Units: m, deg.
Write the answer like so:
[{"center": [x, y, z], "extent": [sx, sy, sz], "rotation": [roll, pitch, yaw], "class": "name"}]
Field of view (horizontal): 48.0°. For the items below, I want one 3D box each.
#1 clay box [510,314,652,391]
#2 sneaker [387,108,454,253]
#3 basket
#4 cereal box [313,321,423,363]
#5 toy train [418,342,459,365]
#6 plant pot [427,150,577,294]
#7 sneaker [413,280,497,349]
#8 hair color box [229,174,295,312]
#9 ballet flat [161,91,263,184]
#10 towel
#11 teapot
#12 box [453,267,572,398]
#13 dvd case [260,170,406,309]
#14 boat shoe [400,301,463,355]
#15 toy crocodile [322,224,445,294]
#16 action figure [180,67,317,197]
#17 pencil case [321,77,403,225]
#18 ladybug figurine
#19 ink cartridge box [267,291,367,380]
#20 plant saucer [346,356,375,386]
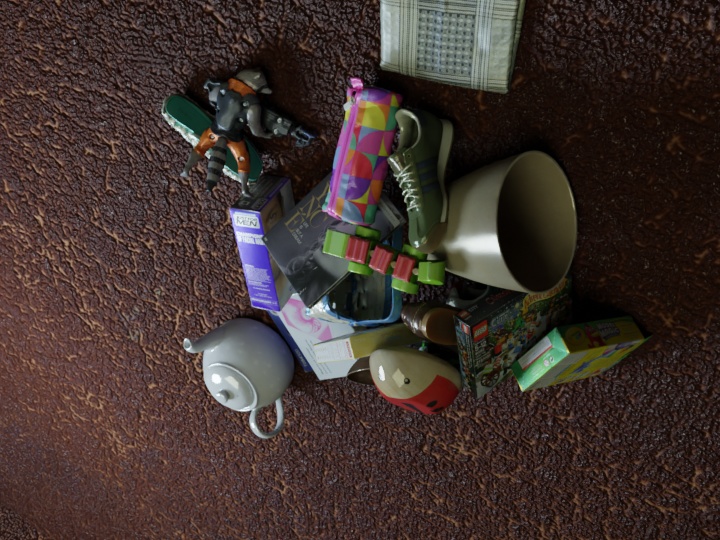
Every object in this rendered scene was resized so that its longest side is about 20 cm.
[{"center": [0.331, 0.120, 1.203], "extent": [0.115, 0.198, 0.048], "rotation": [-51, 55, 43], "class": "clay box"}, {"center": [0.071, -0.129, 1.105], "extent": [0.089, 0.203, 0.067], "rotation": [19, 159, -30], "class": "sneaker"}, {"center": [0.000, 0.000, 1.270], "extent": [0.137, 0.179, 0.199], "rotation": [12, 164, -30], "class": "basket"}, {"center": [0.017, 0.115, 1.323], "extent": [0.200, 0.142, 0.040], "rotation": [156, 100, -68], "class": "cereal box"}, {"center": [0.179, 0.136, 1.295], "extent": [0.197, 0.042, 0.056], "rotation": [8, 166, -26], "class": "toy train"}, {"center": [0.169, -0.062, 1.141], "extent": [0.198, 0.187, 0.189], "rotation": [-1, 126, 47], "class": "plant pot"}, {"center": [0.155, 0.064, 1.312], "extent": [0.198, 0.070, 0.094], "rotation": [-19, 107, 36], "class": "sneaker"}, {"center": [-0.151, -0.045, 1.362], "extent": [0.064, 0.110, 0.202], "rotation": [8, 129, 23], "class": "hair color box"}, {"center": [-0.238, -0.213, 1.322], "extent": [0.200, 0.072, 0.072], "rotation": [42, 134, -3], "class": "ballet flat"}, {"center": [0.115, -0.333, 1.041], "extent": [0.190, 0.035, 0.202], "rotation": [17, 130, 18], "class": "towel"}, {"center": [-0.231, 0.205, 1.577], "extent": [0.197, 0.147, 0.199], "rotation": [19, 132, 13], "class": "teapot"}, {"center": [0.230, 0.082, 1.196], "extent": [0.038, 0.198, 0.138], "rotation": [35, 146, 47], "class": "box"}, {"center": [-0.045, -0.061, 1.231], "extent": [0.200, 0.016, 0.149], "rotation": [-42, 63, 9], "class": "dvd case"}, {"center": [0.145, 0.088, 1.211], "extent": [0.199, 0.071, 0.070], "rotation": [27, 174, -38], "class": "boat shoe"}, {"center": [0.032, -0.018, 1.144], "extent": [0.198, 0.062, 0.068], "rotation": [21, 97, 25], "class": "toy crocodile"}, {"center": [-0.173, -0.211, 1.237], "extent": [0.197, 0.105, 0.196], "rotation": [20, 104, 8], "class": "action figure"}, {"center": [0.000, -0.167, 1.153], "extent": [0.087, 0.088, 0.203], "rotation": [15, 103, 18], "class": "pencil case"}, {"center": [0.083, 0.170, 1.219], "extent": [0.134, 0.073, 0.200], "rotation": [2, 161, 30], "class": "ladybug figurine"}, {"center": [-0.082, 0.114, 1.496], "extent": [0.198, 0.043, 0.198], "rotation": [-15, 117, 35], "class": "ink cartridge box"}, {"center": [0.073, 0.169, 1.389], "extent": [0.197, 0.035, 0.201], "rotation": [0, 164, 0], "class": "plant saucer"}]
